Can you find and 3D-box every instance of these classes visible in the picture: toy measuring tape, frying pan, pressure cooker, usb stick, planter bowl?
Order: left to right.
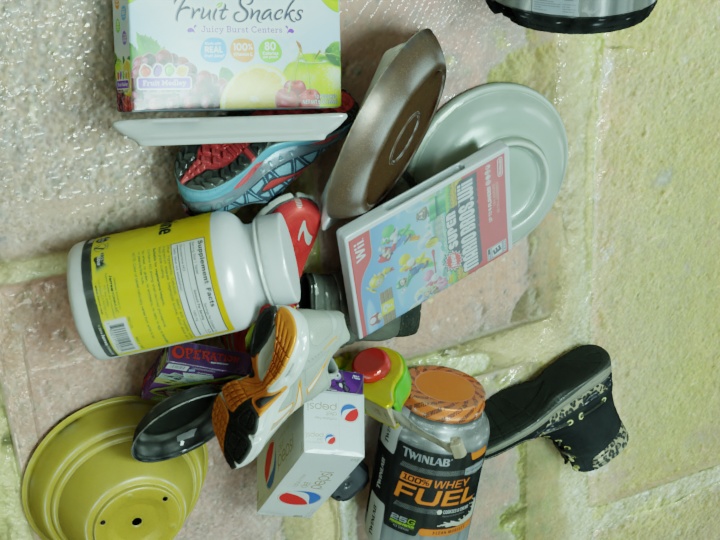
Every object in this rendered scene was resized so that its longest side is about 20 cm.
[{"bbox_3d":[-0.237,0.234,1.427,0.199,0.083,0.202,-13,123,-21],"label":"planter bowl"},{"bbox_3d":[-0.144,0.143,1.387,0.189,0.031,0.115,-11,149,-38],"label":"frying pan"},{"bbox_3d":[-0.057,0.186,1.532,0.055,0.033,0.200,-42,128,-2],"label":"usb stick"},{"bbox_3d":[0.046,0.128,1.461,0.073,0.199,0.074,-26,127,-39],"label":"toy measuring tape"},{"bbox_3d":[0.202,-0.337,1.296,0.174,0.179,0.202,-12,122,-18],"label":"pressure cooker"}]

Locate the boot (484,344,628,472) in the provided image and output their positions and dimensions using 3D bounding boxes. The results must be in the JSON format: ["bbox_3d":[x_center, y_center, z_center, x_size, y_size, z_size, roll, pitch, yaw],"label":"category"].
[{"bbox_3d":[0.226,0.196,1.664,0.203,0.074,0.154,-32,129,-7],"label":"boot"}]

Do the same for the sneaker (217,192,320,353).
[{"bbox_3d":[-0.079,0.015,1.377,0.076,0.085,0.201,0,129,-34],"label":"sneaker"}]

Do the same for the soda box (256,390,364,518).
[{"bbox_3d":[-0.054,0.188,1.420,0.063,0.069,0.200,7,152,-15],"label":"soda box"}]

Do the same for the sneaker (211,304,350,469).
[{"bbox_3d":[-0.069,0.113,1.310,0.091,0.076,0.201,-2,138,-36],"label":"sneaker"}]

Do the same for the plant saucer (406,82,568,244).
[{"bbox_3d":[0.142,-0.095,1.475,0.199,0.050,0.202,-12,120,-21],"label":"plant saucer"}]

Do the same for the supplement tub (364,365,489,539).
[{"bbox_3d":[0.075,0.216,1.562,0.122,0.123,0.202,-4,117,-26],"label":"supplement tub"}]

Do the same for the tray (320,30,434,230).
[{"bbox_3d":[0.010,-0.139,1.358,0.022,0.107,0.201,28,113,8],"label":"tray"}]

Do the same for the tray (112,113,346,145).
[{"bbox_3d":[-0.113,-0.123,1.234,0.198,0.107,0.022,-2,96,-3],"label":"tray"}]

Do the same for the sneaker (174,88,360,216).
[{"bbox_3d":[-0.091,-0.114,1.341,0.199,0.079,0.096,-27,154,-21],"label":"sneaker"}]

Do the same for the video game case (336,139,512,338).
[{"bbox_3d":[0.069,-0.030,1.398,0.199,0.017,0.144,-30,138,-20],"label":"video game case"}]

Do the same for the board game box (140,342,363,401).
[{"bbox_3d":[-0.109,0.116,1.397,0.198,0.033,0.120,12,150,-18],"label":"board game box"}]

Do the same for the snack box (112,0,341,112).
[{"bbox_3d":[-0.117,-0.214,1.246,0.198,0.053,0.144,-5,96,-26],"label":"snack box"}]

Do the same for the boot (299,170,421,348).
[{"bbox_3d":[0.000,0.000,1.438,0.130,0.068,0.202,-12,123,-24],"label":"boot"}]

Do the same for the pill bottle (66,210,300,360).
[{"bbox_3d":[-0.161,0.009,1.294,0.198,0.113,0.113,-12,123,4],"label":"pill bottle"}]

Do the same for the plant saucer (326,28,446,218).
[{"bbox_3d":[0.031,-0.131,1.326,0.201,0.032,0.200,-56,168,-19],"label":"plant saucer"}]
